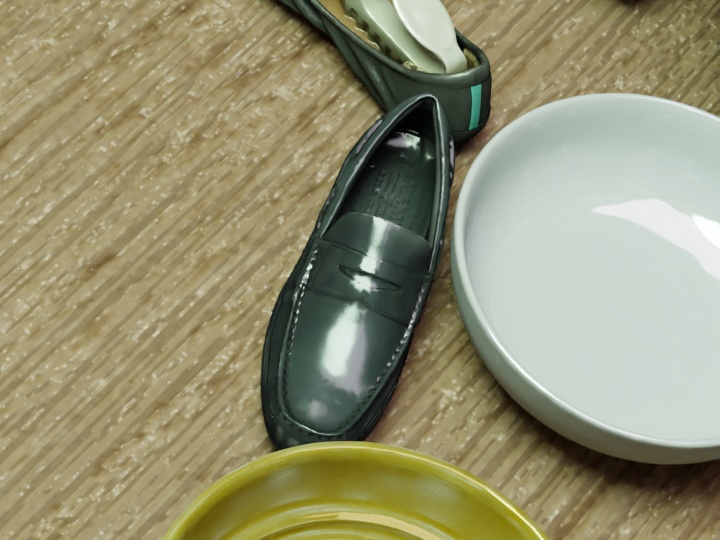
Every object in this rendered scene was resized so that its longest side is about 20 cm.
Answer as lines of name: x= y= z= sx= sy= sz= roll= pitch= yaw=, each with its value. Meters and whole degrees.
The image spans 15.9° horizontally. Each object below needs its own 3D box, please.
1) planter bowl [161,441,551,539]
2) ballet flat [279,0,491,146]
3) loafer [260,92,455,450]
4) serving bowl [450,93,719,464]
planter bowl: x=-0.003 y=0.179 z=1.092 sx=0.200 sy=0.084 sz=0.201 roll=7 pitch=57 yaw=-11
ballet flat: x=0.000 y=-0.149 z=1.318 sx=0.068 sy=0.068 sz=0.200 roll=-35 pitch=71 yaw=-30
loafer: x=0.000 y=0.000 z=1.219 sx=0.068 sy=0.070 sz=0.201 roll=20 pitch=55 yaw=-1
serving bowl: x=0.134 y=0.012 z=1.249 sx=0.200 sy=0.066 sz=0.201 roll=7 pitch=57 yaw=-10
